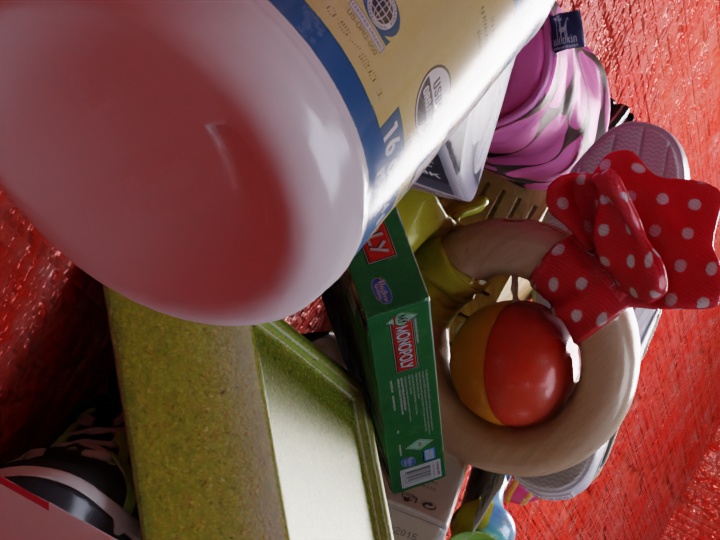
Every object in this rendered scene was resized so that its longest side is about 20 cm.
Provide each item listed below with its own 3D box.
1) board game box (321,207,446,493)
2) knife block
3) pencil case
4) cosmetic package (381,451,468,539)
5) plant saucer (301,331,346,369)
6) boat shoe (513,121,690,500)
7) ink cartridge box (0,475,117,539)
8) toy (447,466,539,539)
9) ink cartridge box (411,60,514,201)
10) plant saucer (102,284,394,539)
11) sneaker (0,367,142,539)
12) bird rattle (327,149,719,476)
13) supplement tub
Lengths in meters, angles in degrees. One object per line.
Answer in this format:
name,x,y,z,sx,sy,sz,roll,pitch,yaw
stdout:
board game box,0.000,0.000,1.089,0.029,0.135,0.200,-17,156,-4
knife block,0.086,-0.024,1.438,0.200,0.064,0.176,-62,164,-7
pencil case,0.077,-0.098,1.258,0.200,0.090,0.094,29,64,-77
cosmetic package,0.016,0.116,1.340,0.200,0.071,0.105,-64,174,-63
plant saucer,-0.071,0.112,1.197,0.201,0.037,0.201,-57,164,-25
boat shoe,0.121,0.021,1.304,0.062,0.072,0.201,22,86,-76
ink cartridge box,-0.150,0.168,0.815,0.084,0.144,0.200,-34,148,-61
toy,0.090,0.100,1.395,0.115,0.047,0.200,-65,179,38
ink cartridge box,0.046,-0.152,1.059,0.200,0.043,0.199,57,48,-72
plant saucer,-0.030,0.098,1.003,0.200,0.048,0.200,43,33,-64
sneaker,-0.106,0.076,1.004,0.200,0.071,0.083,39,54,-76
bird rattle,0.084,0.020,1.246,0.113,0.199,0.164,-37,127,-67
supplement tub,-0.021,-0.095,0.806,0.200,0.144,0.145,-51,161,-37
